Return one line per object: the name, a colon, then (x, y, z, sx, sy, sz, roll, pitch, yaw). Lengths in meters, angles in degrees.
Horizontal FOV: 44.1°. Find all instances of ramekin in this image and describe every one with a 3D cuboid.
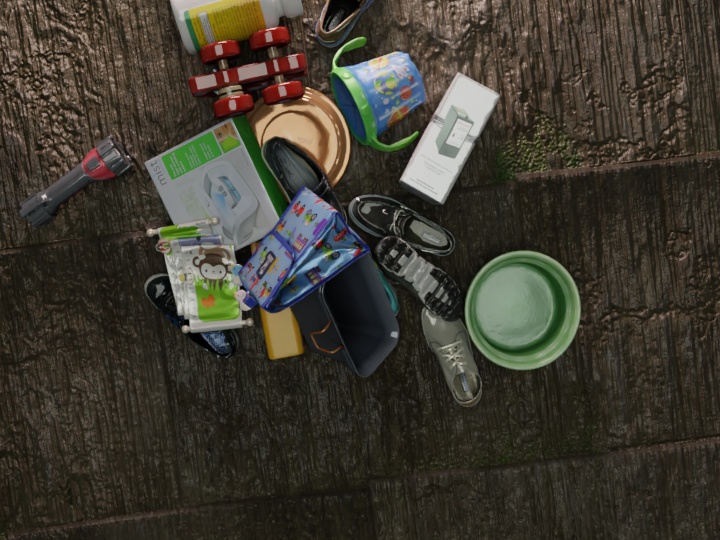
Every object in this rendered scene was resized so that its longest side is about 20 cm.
ramekin: (0.273, 0.065, 1.543, 0.197, 0.098, 0.203, 0, 93, -1)

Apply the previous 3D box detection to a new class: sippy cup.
sippy cup: (0.035, -0.302, 1.509, 0.129, 0.140, 0.179, -28, 118, -10)

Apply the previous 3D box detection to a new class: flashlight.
flashlight: (-0.492, -0.150, 1.539, 0.199, 0.068, 0.068, -35, 127, 5)

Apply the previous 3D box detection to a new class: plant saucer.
plant saucer: (-0.115, -0.217, 1.544, 0.198, 0.032, 0.203, 0, 97, 3)

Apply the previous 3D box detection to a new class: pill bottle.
pill bottle: (-0.197, -0.427, 1.426, 0.198, 0.113, 0.114, -17, 94, -2)

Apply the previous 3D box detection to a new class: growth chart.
growth chart: (-0.260, 0.010, 1.480, 0.143, 0.018, 0.202, -15, 99, 9)

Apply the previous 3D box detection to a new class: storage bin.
storage bin: (-0.048, 0.070, 1.481, 0.146, 0.133, 0.201, -45, 125, -34)

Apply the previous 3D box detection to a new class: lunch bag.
lunch bag: (-0.107, -0.015, 1.399, 0.200, 0.150, 0.094, -45, 122, -4)

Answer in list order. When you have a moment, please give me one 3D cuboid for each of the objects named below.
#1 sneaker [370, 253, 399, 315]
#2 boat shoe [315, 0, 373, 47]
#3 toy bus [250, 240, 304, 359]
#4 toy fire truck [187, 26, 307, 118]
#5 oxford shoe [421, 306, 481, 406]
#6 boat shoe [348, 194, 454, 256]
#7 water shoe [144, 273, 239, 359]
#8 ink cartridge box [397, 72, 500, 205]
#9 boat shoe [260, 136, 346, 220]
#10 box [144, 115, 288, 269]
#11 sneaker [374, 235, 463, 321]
sneaker: (0.000, 0.000, 1.544, 0.077, 0.080, 0.200, -43, 92, 2)
boat shoe: (-0.010, -0.475, 1.519, 0.072, 0.072, 0.202, 27, 93, -3)
toy bus: (-0.145, 0.046, 1.545, 0.064, 0.078, 0.203, -10, 94, 0)
toy fire truck: (-0.181, -0.316, 1.465, 0.198, 0.168, 0.113, -15, 95, -6)
oxford shoe: (0.165, 0.147, 1.567, 0.074, 0.058, 0.202, -21, 91, 4)
boat shoe: (0.074, -0.083, 1.541, 0.198, 0.071, 0.073, 19, 88, 0)
water shoe: (-0.292, 0.076, 1.544, 0.199, 0.079, 0.072, 38, 92, -3)
ink cartridge box: (0.146, -0.217, 1.501, 0.083, 0.146, 0.202, 28, 92, -1)
boat shoe: (-0.088, -0.144, 1.493, 0.074, 0.066, 0.200, -37, 99, -16)
box: (-0.237, -0.133, 1.509, 0.175, 0.097, 0.202, -23, 97, 11)
sneaker: (0.099, 0.011, 1.545, 0.200, 0.090, 0.067, 41, 85, -13)
